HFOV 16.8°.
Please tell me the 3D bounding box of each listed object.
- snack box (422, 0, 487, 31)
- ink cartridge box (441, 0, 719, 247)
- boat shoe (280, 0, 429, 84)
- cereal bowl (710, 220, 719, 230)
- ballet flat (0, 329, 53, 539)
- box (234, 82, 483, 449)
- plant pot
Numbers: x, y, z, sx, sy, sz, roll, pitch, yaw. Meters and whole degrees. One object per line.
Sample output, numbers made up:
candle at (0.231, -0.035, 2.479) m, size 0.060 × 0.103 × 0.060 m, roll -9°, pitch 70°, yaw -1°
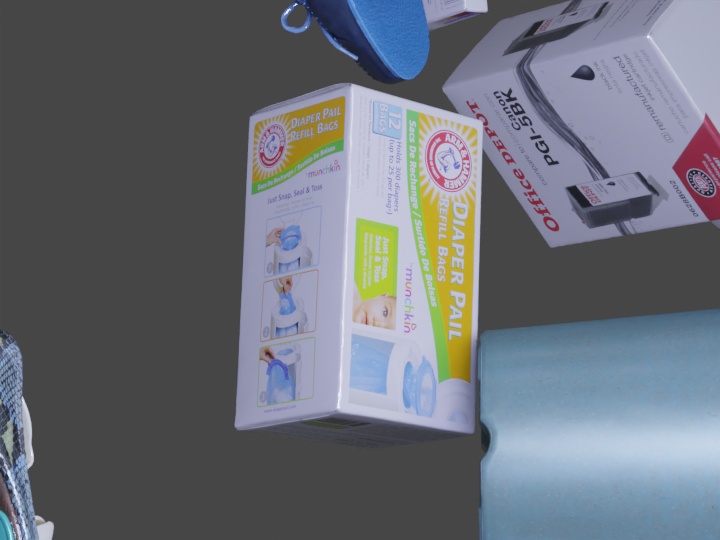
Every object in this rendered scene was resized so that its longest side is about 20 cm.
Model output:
snack box at (0.043, -0.258, 1.586) m, size 0.024 × 0.072 × 0.200 m, roll 1°, pitch 81°, yaw -39°
ink cartridge box at (0.172, -0.102, 1.583) m, size 0.083 × 0.200 × 0.147 m, roll -49°, pitch 112°, yaw -32°
boat shoe at (-0.027, -0.203, 1.521) m, size 0.084 × 0.069 × 0.200 m, roll -47°, pitch 113°, yaw -45°
cereal bowl at (0.315, -0.120, 1.787) m, size 0.200 × 0.083 × 0.200 m, roll 9°, pitch 75°, yaw -38°
ballet flat at (-0.196, 0.122, 1.314) m, size 0.074 × 0.074 × 0.200 m, roll -6°, pitch 89°, yaw -41°
box at (0.000, 0.000, 1.479) m, size 0.112 × 0.101 × 0.200 m, roll 12°, pitch 74°, yaw -39°
plant pot at (0.167, 0.108, 1.439) m, size 0.196 × 0.200 × 0.200 m, roll 0°, pitch 78°, yaw 3°
